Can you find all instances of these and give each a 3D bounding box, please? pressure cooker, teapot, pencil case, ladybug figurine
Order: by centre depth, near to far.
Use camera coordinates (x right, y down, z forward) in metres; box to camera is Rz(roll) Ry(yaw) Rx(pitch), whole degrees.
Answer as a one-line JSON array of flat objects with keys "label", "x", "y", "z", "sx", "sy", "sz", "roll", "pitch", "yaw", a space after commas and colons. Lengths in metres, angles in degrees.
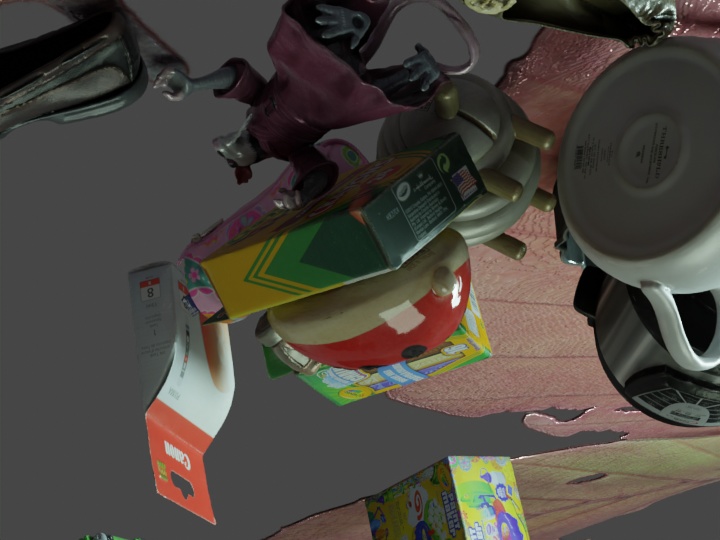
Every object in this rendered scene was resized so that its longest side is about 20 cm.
[{"label": "ladybug figurine", "x": 0.012, "y": 0.023, "z": 1.191, "sx": 0.135, "sy": 0.072, "sz": 0.200, "roll": -33, "pitch": -168, "yaw": -25}, {"label": "teapot", "x": 0.251, "y": -0.064, "z": 1.231, "sx": 0.145, "sy": 0.198, "sz": 0.200, "roll": 19, "pitch": 120, "yaw": -44}, {"label": "pencil case", "x": -0.068, "y": -0.029, "z": 1.360, "sx": 0.087, "sy": 0.088, "sz": 0.200, "roll": 6, "pitch": 153, "yaw": -39}, {"label": "pressure cooker", "x": 0.285, "y": 0.035, "z": 1.384, "sx": 0.177, "sy": 0.177, "sz": 0.200, "roll": -25, "pitch": 163, "yaw": -14}]

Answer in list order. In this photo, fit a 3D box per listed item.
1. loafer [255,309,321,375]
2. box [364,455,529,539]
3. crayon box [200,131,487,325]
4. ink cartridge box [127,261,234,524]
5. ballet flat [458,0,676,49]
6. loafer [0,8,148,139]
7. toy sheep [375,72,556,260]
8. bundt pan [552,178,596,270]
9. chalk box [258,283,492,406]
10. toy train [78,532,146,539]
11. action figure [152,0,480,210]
[{"label": "loafer", "x": 0.000, "y": 0.000, "z": 1.388, "sx": 0.200, "sy": 0.063, "sz": 0.072, "roll": -45, "pitch": -164, "yaw": 2}, {"label": "box", "x": 0.125, "y": 0.382, "z": 2.313, "sx": 0.121, "sy": 0.202, "sz": 0.192, "roll": 6, "pitch": 153, "yaw": -38}, {"label": "crayon box", "x": -0.024, "y": -0.027, "z": 1.182, "sx": 0.199, "sy": 0.051, "sz": 0.127, "roll": -18, "pitch": -165, "yaw": 43}, {"label": "ink cartridge box", "x": -0.150, "y": 0.111, "z": 1.493, "sx": 0.050, "sy": 0.202, "sz": 0.162, "roll": -16, "pitch": 159, "yaw": 8}, {"label": "ballet flat", "x": 0.143, "y": -0.183, "z": 1.146, "sx": 0.199, "sy": 0.047, "sz": 0.067, "roll": 5, "pitch": 152, "yaw": -38}, {"label": "loafer", "x": -0.238, "y": -0.122, "z": 1.079, "sx": 0.198, "sy": 0.072, "sz": 0.063, "roll": -16, "pitch": 139, "yaw": -7}, {"label": "toy sheep", "x": 0.075, "y": -0.081, "z": 1.248, "sx": 0.136, "sy": 0.139, "sz": 0.201, "roll": -12, "pitch": 148, "yaw": -2}, {"label": "bundt pan", "x": 0.255, "y": -0.074, "z": 1.436, "sx": 0.200, "sy": 0.076, "sz": 0.202, "roll": -10, "pitch": 158, "yaw": -4}, {"label": "chalk box", "x": -0.001, "y": 0.037, "z": 1.502, "sx": 0.198, "sy": 0.126, "sz": 0.124, "roll": -19, "pitch": 158, "yaw": 12}, {"label": "toy train", "x": -0.321, "y": 0.390, "z": 2.306, "sx": 0.056, "sy": 0.042, "sz": 0.200, "roll": -30, "pitch": 154, "yaw": 14}, {"label": "action figure", "x": -0.040, "y": -0.126, "z": 1.157, "sx": 0.149, "sy": 0.134, "sz": 0.200, "roll": -38, "pitch": -178, "yaw": -38}]
